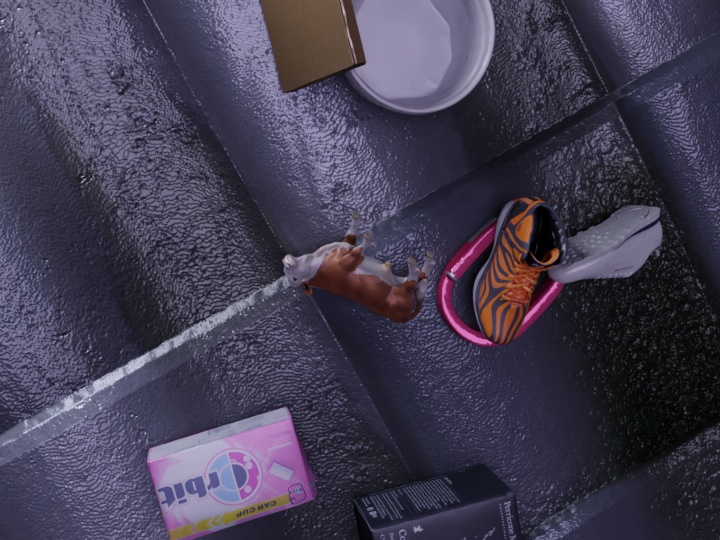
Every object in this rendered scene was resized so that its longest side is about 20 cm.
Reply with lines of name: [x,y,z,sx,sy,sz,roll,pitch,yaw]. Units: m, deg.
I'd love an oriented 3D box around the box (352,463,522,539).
box: [0.111,0.393,1.140,0.196,0.124,0.200,-12,97,-12]

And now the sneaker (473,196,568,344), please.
sneaker: [0.205,0.004,1.090,0.078,0.112,0.200,7,96,-14]

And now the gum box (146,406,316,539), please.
gum box: [-0.162,0.262,1.100,0.200,0.066,0.114,-16,97,-10]

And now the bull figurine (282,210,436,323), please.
bull figurine: [0.000,0.000,1.101,0.200,0.065,0.121,25,123,-20]

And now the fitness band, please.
fitness band: [0.198,0.012,1.164,0.144,0.037,0.200,45,87,-12]

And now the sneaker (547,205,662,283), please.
sneaker: [0.340,-0.019,1.157,0.200,0.076,0.081,-25,117,-22]

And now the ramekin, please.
ramekin: [0.059,-0.296,1.074,0.200,0.105,0.200,-1,96,-12]

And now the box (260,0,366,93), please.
box: [-0.070,-0.328,1.021,0.021,0.163,0.200,-19,99,-35]
